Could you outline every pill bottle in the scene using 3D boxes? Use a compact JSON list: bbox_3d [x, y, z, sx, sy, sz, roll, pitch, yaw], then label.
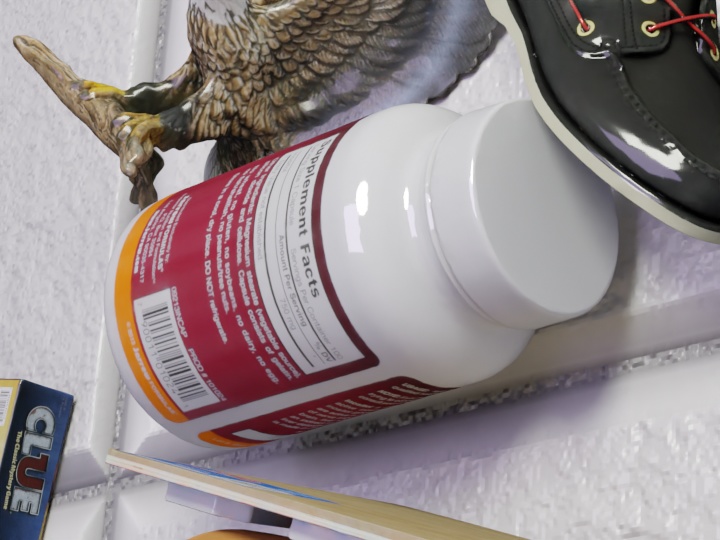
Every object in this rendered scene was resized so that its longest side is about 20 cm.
[{"bbox_3d":[0.000,0.000,0.951,0.200,0.113,0.113,-18,60,42],"label":"pill bottle"}]

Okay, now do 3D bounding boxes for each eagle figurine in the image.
[{"bbox_3d":[-0.036,-0.113,1.059,0.200,0.151,0.152,-37,86,-8],"label":"eagle figurine"}]

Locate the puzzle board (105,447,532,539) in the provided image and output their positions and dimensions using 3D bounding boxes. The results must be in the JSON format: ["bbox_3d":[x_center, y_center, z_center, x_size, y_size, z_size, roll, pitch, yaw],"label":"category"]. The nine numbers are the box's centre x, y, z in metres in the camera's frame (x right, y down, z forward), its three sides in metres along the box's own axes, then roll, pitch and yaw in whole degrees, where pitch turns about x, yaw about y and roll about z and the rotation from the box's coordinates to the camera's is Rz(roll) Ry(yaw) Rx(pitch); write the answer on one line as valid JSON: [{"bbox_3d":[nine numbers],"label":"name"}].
[{"bbox_3d":[0.023,0.097,0.851,0.200,0.151,0.017,8,85,50],"label":"puzzle board"}]

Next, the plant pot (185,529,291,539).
[{"bbox_3d":[0.004,0.192,0.814,0.140,0.200,0.200,0,72,31],"label":"plant pot"}]

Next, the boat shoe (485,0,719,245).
[{"bbox_3d":[0.101,-0.087,0.908,0.063,0.074,0.201,-55,36,27],"label":"boat shoe"}]

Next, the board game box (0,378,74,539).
[{"bbox_3d":[-0.215,0.152,1.182,0.135,0.035,0.200,-1,73,48],"label":"board game box"}]
